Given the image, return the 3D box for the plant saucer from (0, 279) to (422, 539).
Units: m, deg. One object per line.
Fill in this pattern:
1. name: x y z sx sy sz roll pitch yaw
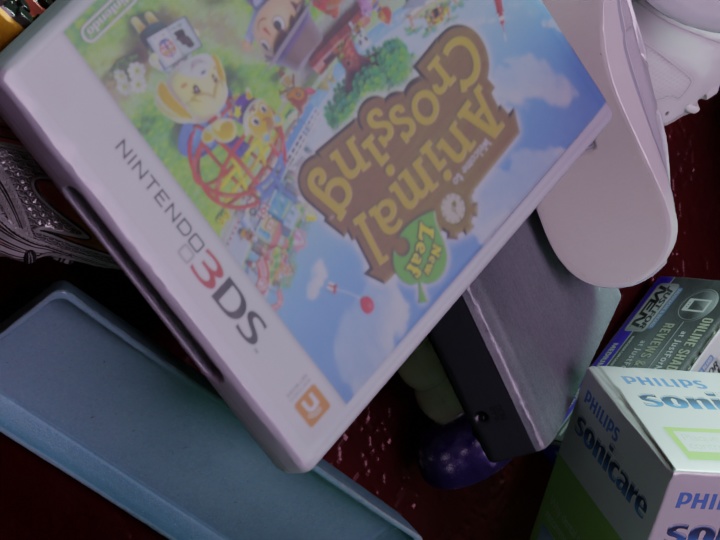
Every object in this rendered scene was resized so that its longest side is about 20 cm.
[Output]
1. plant saucer: -0.065 0.070 0.867 0.200 0.070 0.019 38 29 -33

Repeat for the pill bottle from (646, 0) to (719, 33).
1. pill bottle: 0.155 -0.202 0.966 0.106 0.106 0.200 39 35 -33

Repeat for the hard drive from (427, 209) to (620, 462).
1. hard drive: 0.040 -0.042 0.921 0.200 0.033 0.140 64 28 -17

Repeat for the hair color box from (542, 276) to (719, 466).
1. hair color box: 0.177 0.111 1.058 0.109 0.065 0.200 -49 122 -25

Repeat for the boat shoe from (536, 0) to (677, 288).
1. boat shoe: 0.085 -0.094 0.928 0.201 0.072 0.069 65 16 -11

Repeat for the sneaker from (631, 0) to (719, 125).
1. sneaker: 0.143 -0.110 1.027 0.199 0.074 0.087 -5 103 -29

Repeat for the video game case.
1. video game case: -0.013 -0.061 0.812 0.200 0.022 0.182 -48 115 -26

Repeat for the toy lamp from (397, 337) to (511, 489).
1. toy lamp: 0.000 0.000 0.918 0.058 0.058 0.200 -45 118 -29

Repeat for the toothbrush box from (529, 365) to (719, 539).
1. toothbrush box: 0.144 0.148 0.949 0.145 0.086 0.201 5 115 -24

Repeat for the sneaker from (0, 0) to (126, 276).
1. sneaker: -0.104 -0.035 0.825 0.082 0.078 0.200 -43 117 11
